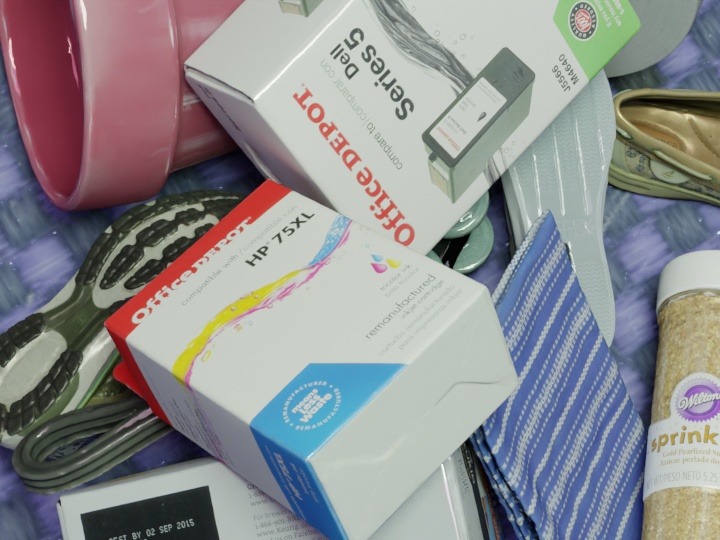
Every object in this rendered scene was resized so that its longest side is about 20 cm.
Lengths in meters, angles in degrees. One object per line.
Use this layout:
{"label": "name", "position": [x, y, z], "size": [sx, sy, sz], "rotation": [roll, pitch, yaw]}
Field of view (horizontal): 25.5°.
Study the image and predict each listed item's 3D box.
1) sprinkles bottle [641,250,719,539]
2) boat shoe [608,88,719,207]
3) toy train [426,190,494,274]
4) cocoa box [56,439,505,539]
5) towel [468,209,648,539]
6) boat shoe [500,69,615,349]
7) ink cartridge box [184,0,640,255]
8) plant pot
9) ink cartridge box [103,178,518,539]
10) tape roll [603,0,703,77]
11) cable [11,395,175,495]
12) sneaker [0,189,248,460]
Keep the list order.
{"label": "sprinkles bottle", "position": [0.194, 0.089, 0.889], "size": [0.068, 0.068, 0.202], "rotation": [11, 60, -1]}
{"label": "boat shoe", "position": [0.238, -0.070, 0.961], "size": [0.198, 0.063, 0.074], "rotation": [5, 73, -3]}
{"label": "toy train", "position": [0.000, 0.000, 0.922], "size": [0.113, 0.085, 0.201], "rotation": [26, 76, 17]}
{"label": "cocoa box", "position": [-0.029, 0.152, 0.812], "size": [0.198, 0.131, 0.135], "rotation": [-14, 85, 11]}
{"label": "towel", "position": [0.114, 0.090, 0.842], "size": [0.024, 0.201, 0.145], "rotation": [-6, 35, 34]}
{"label": "boat shoe", "position": [0.108, -0.040, 0.932], "size": [0.071, 0.062, 0.202], "rotation": [1, 83, -13]}
{"label": "ink cartridge box", "position": [0.030, -0.117, 0.832], "size": [0.200, 0.084, 0.146], "rotation": [-47, 127, -9]}
{"label": "plant pot", "position": [-0.100, -0.143, 0.905], "size": [0.177, 0.200, 0.202], "rotation": [-10, 75, -23]}
{"label": "ink cartridge box", "position": [-0.037, 0.032, 0.755], "size": [0.116, 0.068, 0.199], "rotation": [-42, 43, -21]}
{"label": "tape roll", "position": [0.109, -0.203, 0.916], "size": [0.199, 0.201, 0.066], "rotation": [27, 63, 4]}
{"label": "cable", "position": [-0.081, 0.070, 0.832], "size": [0.199, 0.050, 0.097], "rotation": [-37, 44, -8]}
{"label": "sneaker", "position": [-0.127, 0.034, 0.900], "size": [0.200, 0.089, 0.077], "rotation": [-39, 55, -4]}
